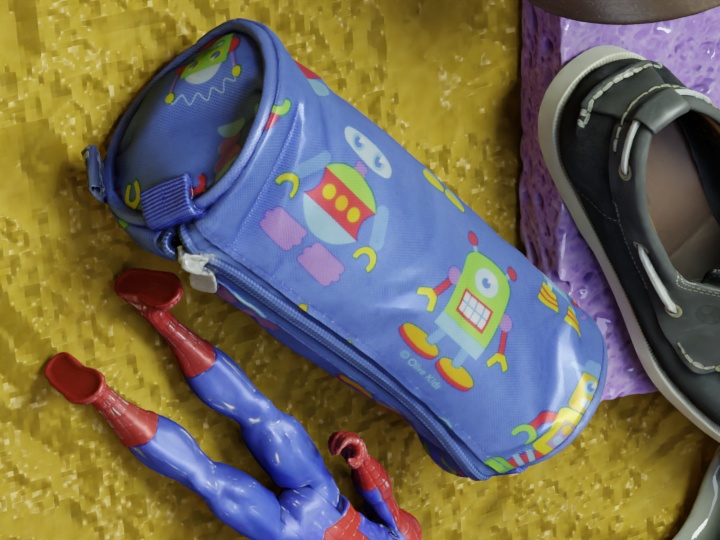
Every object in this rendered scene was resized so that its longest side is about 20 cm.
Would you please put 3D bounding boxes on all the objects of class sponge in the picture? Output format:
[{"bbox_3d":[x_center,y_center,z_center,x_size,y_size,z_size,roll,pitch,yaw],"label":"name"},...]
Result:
[{"bbox_3d":[0.111,-0.053,0.998,0.111,0.030,0.201,-10,109,-31],"label":"sponge"}]

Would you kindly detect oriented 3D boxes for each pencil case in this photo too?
[{"bbox_3d":[0.000,0.000,0.905,0.200,0.078,0.087,39,57,-35],"label":"pencil case"}]

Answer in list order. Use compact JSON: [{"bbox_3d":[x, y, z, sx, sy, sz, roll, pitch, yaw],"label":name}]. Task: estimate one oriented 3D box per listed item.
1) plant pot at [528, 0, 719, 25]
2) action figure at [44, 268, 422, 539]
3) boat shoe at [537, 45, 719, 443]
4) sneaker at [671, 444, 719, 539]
[{"bbox_3d":[0.066,-0.191,0.825,0.201,0.200,0.198,-52,141,-11],"label":"plant pot"},{"bbox_3d":[-0.025,0.082,0.934,0.066,0.052,0.200,-54,128,-14],"label":"action figure"},{"bbox_3d":[0.137,0.006,0.970,0.072,0.068,0.200,-46,121,-17],"label":"boat shoe"},{"bbox_3d":[0.190,0.084,1.064,0.200,0.074,0.089,-42,124,-18],"label":"sneaker"}]
